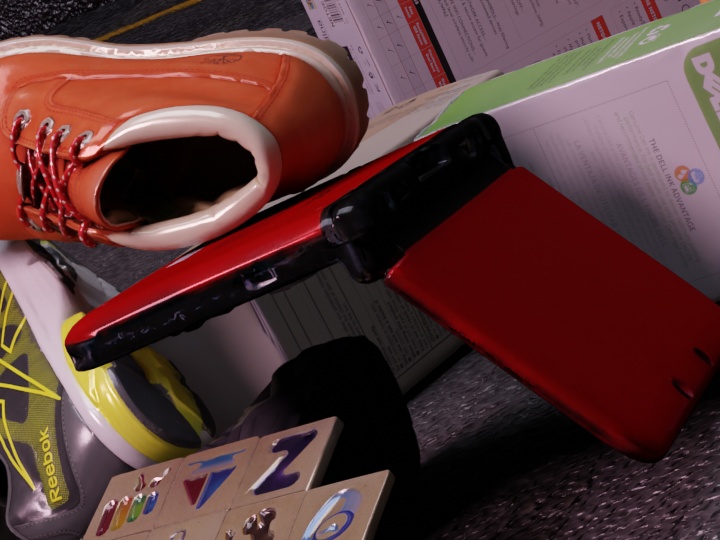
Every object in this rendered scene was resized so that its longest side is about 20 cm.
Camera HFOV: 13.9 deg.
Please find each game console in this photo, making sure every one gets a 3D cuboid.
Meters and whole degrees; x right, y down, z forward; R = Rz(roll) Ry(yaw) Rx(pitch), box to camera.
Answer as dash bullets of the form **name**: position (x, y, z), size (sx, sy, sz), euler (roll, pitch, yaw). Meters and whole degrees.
- **game console**: position (0.020, 0.022, 1.030), size (0.172, 0.119, 0.200), euler (-24, 4, 18)

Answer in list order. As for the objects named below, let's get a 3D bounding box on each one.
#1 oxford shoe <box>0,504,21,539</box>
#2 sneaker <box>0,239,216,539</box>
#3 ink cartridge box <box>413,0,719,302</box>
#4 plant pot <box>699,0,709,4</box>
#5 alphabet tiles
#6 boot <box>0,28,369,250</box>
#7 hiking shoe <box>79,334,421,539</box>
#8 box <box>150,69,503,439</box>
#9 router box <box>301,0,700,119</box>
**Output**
- **oxford shoe**: position (-0.166, 0.119, 1.142), size (0.200, 0.075, 0.058), euler (-31, -1, -45)
- **sneaker**: position (-0.125, 0.044, 1.148), size (0.085, 0.074, 0.200), euler (-51, 26, 5)
- **ink cartridge box**: position (0.132, -0.045, 1.155), size (0.200, 0.104, 0.059), euler (-19, 14, 31)
- **plant pot**: position (0.235, -0.174, 1.338), size (0.140, 0.201, 0.200), euler (-10, 10, -6)
- **alphabet tiles**: position (-0.072, 0.128, 0.909), size (0.166, 0.006, 0.200), euler (-17, 35, 35)
- **boot**: position (-0.106, -0.042, 1.087), size (0.199, 0.075, 0.107), euler (-8, 18, 19)
- **hiking shoe**: position (-0.051, 0.084, 1.042), size (0.100, 0.076, 0.200), euler (-12, 18, 29)
- **box**: position (0.000, 0.000, 1.271), size (0.078, 0.095, 0.200), euler (-16, 14, 45)
- **router box**: position (0.070, -0.132, 1.436), size (0.179, 0.200, 0.049), euler (-29, 12, -22)
